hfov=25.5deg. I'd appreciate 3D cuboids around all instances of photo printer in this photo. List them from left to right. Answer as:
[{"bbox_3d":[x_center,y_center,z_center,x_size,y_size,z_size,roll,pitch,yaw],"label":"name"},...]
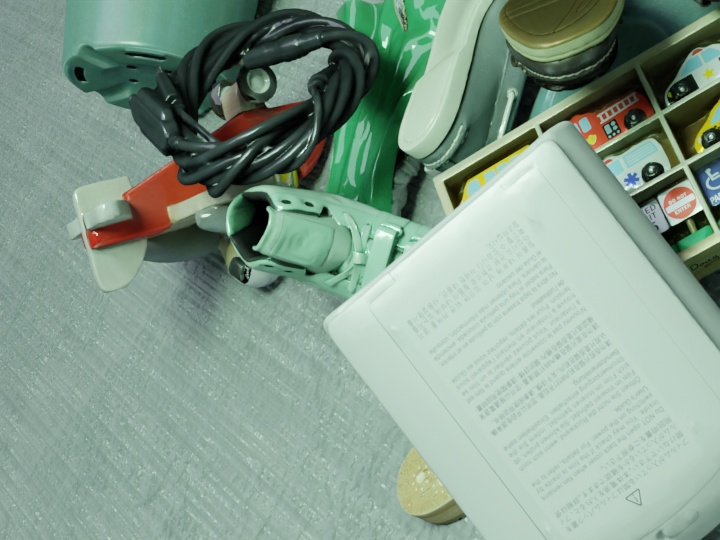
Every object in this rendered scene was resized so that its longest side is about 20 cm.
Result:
[{"bbox_3d":[0.101,0.054,0.789,0.166,0.201,0.069,-40,-5,17],"label":"photo printer"}]

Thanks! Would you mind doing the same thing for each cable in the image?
[{"bbox_3d":[-0.061,-0.114,1.062,0.162,0.051,0.200,-28,31,-15],"label":"cable"}]

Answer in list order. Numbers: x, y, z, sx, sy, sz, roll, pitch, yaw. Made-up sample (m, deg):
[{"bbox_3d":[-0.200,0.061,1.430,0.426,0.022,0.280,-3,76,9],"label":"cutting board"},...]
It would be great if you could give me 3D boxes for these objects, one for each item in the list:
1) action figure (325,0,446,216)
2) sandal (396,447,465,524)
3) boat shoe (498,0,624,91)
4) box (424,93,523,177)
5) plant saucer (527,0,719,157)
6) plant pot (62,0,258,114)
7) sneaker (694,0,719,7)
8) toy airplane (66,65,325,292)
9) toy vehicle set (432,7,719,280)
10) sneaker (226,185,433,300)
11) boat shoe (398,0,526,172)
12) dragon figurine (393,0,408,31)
[{"bbox_3d":[0.013,-0.089,1.102,0.118,0.054,0.202,-3,72,51],"label":"action figure"},{"bbox_3d":[0.079,0.067,0.892,0.212,0.069,0.078,-44,39,27],"label":"sandal"},{"bbox_3d":[0.116,-0.133,0.880,0.072,0.065,0.200,-17,20,11],"label":"boat shoe"},{"bbox_3d":[0.089,-0.151,1.055,0.041,0.038,0.202,-11,60,50],"label":"box"},{"bbox_3d":[0.154,-0.092,0.929,0.200,0.038,0.203,-33,44,38],"label":"plant saucer"},{"bbox_3d":[-0.165,-0.247,1.337,0.199,0.199,0.198,-11,67,49],"label":"plant pot"},{"bbox_3d":[0.176,-0.184,0.889,0.074,0.200,0.107,-34,79,8],"label":"sneaker"},{"bbox_3d":[-0.113,-0.042,1.161,0.198,0.142,0.200,-32,11,20],"label":"toy airplane"},{"bbox_3d":[0.145,-0.045,0.850,0.199,0.026,0.125,-30,56,15],"label":"toy vehicle set"},{"bbox_3d":[0.000,0.000,0.979,0.199,0.117,0.075,24,103,43],"label":"sneaker"},{"bbox_3d":[0.086,-0.145,1.002,0.073,0.061,0.202,-21,42,59],"label":"boat shoe"},{"bbox_3d":[0.091,-0.230,0.939,0.200,0.059,0.099,-50,32,-18],"label":"dragon figurine"}]
